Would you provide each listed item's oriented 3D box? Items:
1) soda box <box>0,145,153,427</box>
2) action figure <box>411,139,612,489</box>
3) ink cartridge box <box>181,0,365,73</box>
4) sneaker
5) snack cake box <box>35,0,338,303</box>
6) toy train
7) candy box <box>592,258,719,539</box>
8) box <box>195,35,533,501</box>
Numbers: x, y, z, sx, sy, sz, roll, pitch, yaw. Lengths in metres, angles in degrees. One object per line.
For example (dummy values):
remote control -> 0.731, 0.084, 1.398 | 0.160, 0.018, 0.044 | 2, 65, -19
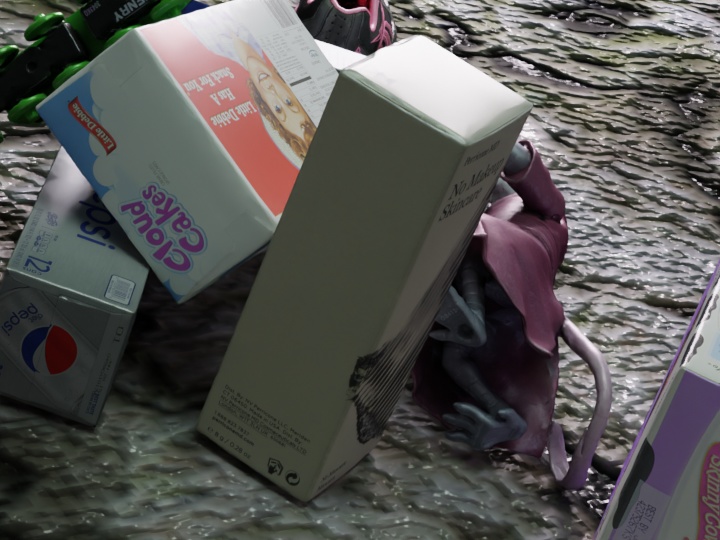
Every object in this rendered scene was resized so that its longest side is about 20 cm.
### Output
soda box -> -0.131, -0.011, 1.014 | 0.063, 0.069, 0.200 | 19, 28, -6
action figure -> 0.083, -0.005, 1.085 | 0.148, 0.135, 0.200 | 24, 31, 4
ink cartridge box -> -0.025, -0.076, 1.169 | 0.198, 0.100, 0.039 | 17, 27, -7
sneaker -> -0.008, -0.169, 1.349 | 0.078, 0.096, 0.200 | 18, 27, -2
snack cake box -> -0.064, -0.067, 1.029 | 0.115, 0.067, 0.200 | 55, 21, 0
toy train -> -0.158, -0.097, 1.032 | 0.042, 0.199, 0.056 | 58, 13, 7
candy box -> 0.163, 0.083, 0.950 | 0.071, 0.169, 0.200 | 25, 28, 8
box -> 0.000, 0.000, 0.945 | 0.068, 0.201, 0.082 | 32, 30, 15
